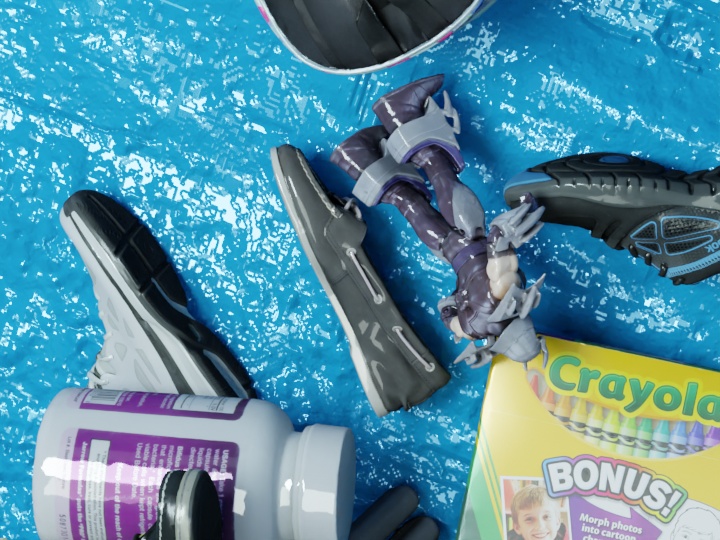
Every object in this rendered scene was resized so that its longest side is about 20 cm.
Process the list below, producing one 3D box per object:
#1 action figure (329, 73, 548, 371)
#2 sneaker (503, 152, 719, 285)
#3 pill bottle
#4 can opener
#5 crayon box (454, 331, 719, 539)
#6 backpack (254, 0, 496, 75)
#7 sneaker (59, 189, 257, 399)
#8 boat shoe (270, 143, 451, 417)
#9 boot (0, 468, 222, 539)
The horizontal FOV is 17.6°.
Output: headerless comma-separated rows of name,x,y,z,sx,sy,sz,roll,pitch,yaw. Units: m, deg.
action figure,0.066,-0.022,1.476,0.201,0.069,0.130,58,140,16
sneaker,0.188,-0.028,1.476,0.199,0.073,0.082,5,109,13
pill bottle,-0.106,0.138,1.524,0.199,0.112,0.113,4,107,9
can opener,-0.026,0.216,1.551,0.053,0.200,0.066,56,145,-9
crayon box,0.171,0.140,1.516,0.199,0.058,0.174,12,93,10
backpack,0.002,-0.226,1.421,0.177,0.150,0.201,-28,91,22
sneaker,-0.169,0.051,1.586,0.115,0.076,0.201,-31,99,18
boat shoe,0.000,0.000,1.541,0.057,0.067,0.201,-23,105,3
boot,-0.168,0.193,1.462,0.153,0.074,0.204,11,134,5
